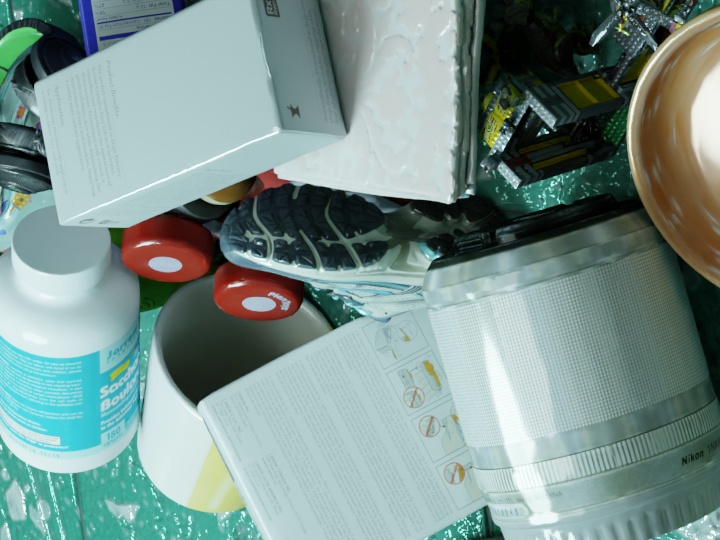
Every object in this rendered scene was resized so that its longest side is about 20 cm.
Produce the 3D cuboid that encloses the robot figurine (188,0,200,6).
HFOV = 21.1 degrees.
[{"bbox_3d":[-0.035,-0.181,1.329,0.169,0.113,0.201,23,121,8],"label":"robot figurine"}]

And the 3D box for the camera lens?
[{"bbox_3d":[0.134,0.062,1.204,0.159,0.159,0.202,-14,93,46],"label":"camera lens"}]

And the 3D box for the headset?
[{"bbox_3d":[-0.243,-0.115,1.418,0.200,0.094,0.124,36,102,44],"label":"headset"}]

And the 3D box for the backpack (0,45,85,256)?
[{"bbox_3d":[-0.265,-0.090,1.576,0.126,0.166,0.202,19,104,34],"label":"backpack"}]

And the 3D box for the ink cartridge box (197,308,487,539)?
[{"bbox_3d":[0.007,0.119,1.361,0.163,0.199,0.050,62,168,9],"label":"ink cartridge box"}]

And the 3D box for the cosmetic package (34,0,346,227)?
[{"bbox_3d":[-0.111,-0.102,1.224,0.199,0.074,0.103,-18,80,35],"label":"cosmetic package"}]

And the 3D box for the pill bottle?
[{"bbox_3d":[-0.215,0.048,1.411,0.111,0.110,0.201,41,145,28],"label":"pill bottle"}]

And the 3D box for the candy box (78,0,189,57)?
[{"bbox_3d":[-0.164,-0.214,1.387,0.169,0.076,0.202,94,166,-79],"label":"candy box"}]

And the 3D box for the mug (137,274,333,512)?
[{"bbox_3d":[-0.097,0.122,1.472,0.187,0.148,0.154,64,146,30],"label":"mug"}]

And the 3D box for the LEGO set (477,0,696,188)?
[{"bbox_3d":[0.112,-0.149,1.187,0.154,0.115,0.200,54,134,17],"label":"LEGO set"}]

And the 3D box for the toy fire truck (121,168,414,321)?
[{"bbox_3d":[-0.071,-0.057,1.358,0.167,0.199,0.113,-26,51,43],"label":"toy fire truck"}]

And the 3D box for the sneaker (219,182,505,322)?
[{"bbox_3d":[0.000,0.000,1.308,0.087,0.198,0.078,109,159,-44],"label":"sneaker"}]

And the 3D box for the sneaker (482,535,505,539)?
[{"bbox_3d":[0.035,0.252,1.371,0.077,0.198,0.114,61,177,11],"label":"sneaker"}]

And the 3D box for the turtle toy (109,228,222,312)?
[{"bbox_3d":[-0.173,-0.053,1.508,0.101,0.145,0.201,52,137,50],"label":"turtle toy"}]

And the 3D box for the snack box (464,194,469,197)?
[{"bbox_3d":[0.043,-0.153,1.223,0.116,0.037,0.202,-147,60,-71],"label":"snack box"}]

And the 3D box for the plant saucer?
[{"bbox_3d":[0.250,-0.068,1.098,0.199,0.037,0.201,17,127,23],"label":"plant saucer"}]

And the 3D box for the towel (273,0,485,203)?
[{"bbox_3d":[0.008,-0.148,1.184,0.190,0.032,0.202,12,103,50],"label":"towel"}]
